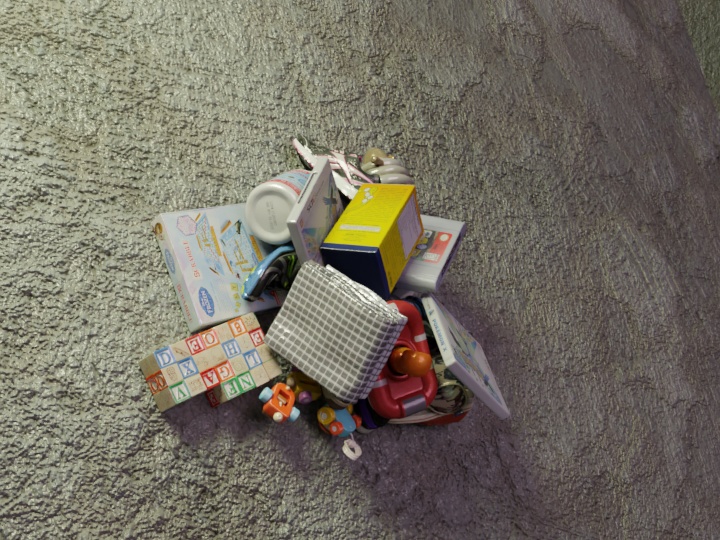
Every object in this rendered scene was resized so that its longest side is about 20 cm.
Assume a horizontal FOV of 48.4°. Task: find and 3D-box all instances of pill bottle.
[{"bbox_3d":[-0.123,-0.122,1.446,0.109,0.109,0.200,54,22,-5],"label":"pill bottle"}]

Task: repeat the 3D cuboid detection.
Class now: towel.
[{"bbox_3d":[-0.046,0.095,1.285,0.200,0.166,0.086,32,20,21],"label":"towel"}]

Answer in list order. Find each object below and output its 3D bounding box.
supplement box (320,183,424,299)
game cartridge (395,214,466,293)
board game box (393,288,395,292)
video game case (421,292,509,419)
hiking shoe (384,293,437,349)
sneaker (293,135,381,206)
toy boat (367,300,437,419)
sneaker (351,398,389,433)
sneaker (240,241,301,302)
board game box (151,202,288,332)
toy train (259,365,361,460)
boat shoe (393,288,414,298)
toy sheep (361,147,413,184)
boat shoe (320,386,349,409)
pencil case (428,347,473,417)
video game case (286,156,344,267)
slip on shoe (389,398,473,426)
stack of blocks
[{"bbox_3d":[0.025,-0.056,1.436,0.200,0.109,0.109,-59,145,-43],"label":"supplement box"},{"bbox_3d":[0.109,-0.038,1.517,0.200,0.133,0.041,-60,150,-45],"label":"game cartridge"},{"bbox_3d":[0.000,0.000,1.525,0.152,0.045,0.200,32,47,8],"label":"board game box"},{"bbox_3d":[0.190,0.154,1.455,0.200,0.022,0.182,44,19,-37],"label":"video game case"},{"bbox_3d":[0.081,0.082,1.485,0.200,0.074,0.087,38,30,-47],"label":"hiking shoe"},{"bbox_3d":[-0.042,-0.201,1.564,0.200,0.080,0.086,42,80,11],"label":"sneaker"},{"bbox_3d":[0.073,0.149,1.341,0.130,0.131,0.200,-16,93,-26],"label":"toy boat"},{"bbox_3d":[0.020,0.185,1.447,0.069,0.099,0.201,0,69,-42],"label":"sneaker"},{"bbox_3d":[-0.128,0.005,1.377,0.083,0.071,0.200,54,39,2],"label":"sneaker"},{"bbox_3d":[-0.233,-0.011,1.372,0.199,0.041,0.200,-12,77,-45],"label":"board game box"},{"bbox_3d":[-0.088,0.243,1.341,0.200,0.056,0.150,38,28,-18],"label":"toy train"},{"bbox_3d":[0.053,0.064,1.565,0.071,0.064,0.200,27,46,17],"label":"boat shoe"},{"bbox_3d":[0.047,-0.156,1.623,0.138,0.138,0.201,2,71,-39],"label":"toy sheep"},{"bbox_3d":[-0.042,0.141,1.400,0.075,0.075,0.203,17,39,-45],"label":"boat shoe"},{"bbox_3d":[0.163,0.190,1.532,0.089,0.078,0.200,-1,29,2],"label":"pencil case"},{"bbox_3d":[-0.066,-0.065,1.400,0.183,0.022,0.200,-69,152,-44],"label":"video game case"},{"bbox_3d":[0.123,0.269,1.520,0.200,0.061,0.074,-1,35,-30],"label":"slip on shoe"},{"bbox_3d":[-0.235,0.155,1.276,0.200,0.059,0.115,-21,84,-44],"label":"stack of blocks"}]
